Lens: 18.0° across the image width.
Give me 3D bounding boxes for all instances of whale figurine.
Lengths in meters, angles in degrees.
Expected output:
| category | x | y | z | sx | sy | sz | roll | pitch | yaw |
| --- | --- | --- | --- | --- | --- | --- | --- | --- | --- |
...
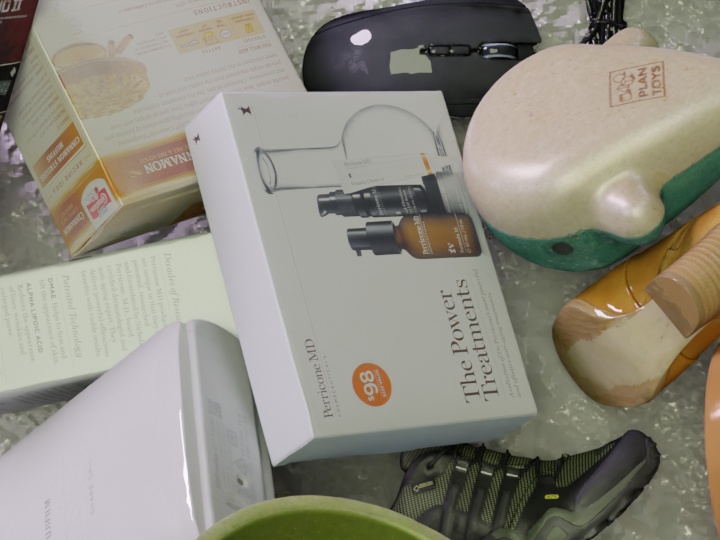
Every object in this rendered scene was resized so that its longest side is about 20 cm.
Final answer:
| category | x | y | z | sx | sy | sz | roll | pitch | yaw |
| --- | --- | --- | --- | --- | --- | --- | --- | --- | --- |
| whale figurine | 0.159 | -0.066 | 1.254 | 0.200 | 0.104 | 0.159 | -15 | 43 | 18 |

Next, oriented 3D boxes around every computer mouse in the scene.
| category | x | y | z | sx | sy | sz | roll | pitch | yaw |
| --- | --- | --- | --- | --- | --- | --- | --- | --- | --- |
| computer mouse | 0.064 | -0.153 | 1.333 | 0.200 | 0.046 | 0.141 | 2 | 84 | 7 |

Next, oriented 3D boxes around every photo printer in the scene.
| category | x | y | z | sx | sy | sz | roll | pitch | yaw |
| --- | --- | --- | --- | --- | --- | --- | --- | --- | --- |
| photo printer | -0.136 | 0.142 | 1.224 | 0.200 | 0.069 | 0.167 | -37 | 42 | 29 |

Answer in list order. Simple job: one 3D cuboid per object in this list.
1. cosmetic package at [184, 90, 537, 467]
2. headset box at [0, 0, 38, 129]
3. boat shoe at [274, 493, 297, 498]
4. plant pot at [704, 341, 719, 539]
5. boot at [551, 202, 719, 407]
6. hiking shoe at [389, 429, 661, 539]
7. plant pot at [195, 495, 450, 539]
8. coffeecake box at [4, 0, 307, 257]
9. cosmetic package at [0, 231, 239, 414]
| category | x | y | z | sx | sy | sz | roll | pitch | yaw |
| --- | --- | --- | --- | --- | --- | --- | --- | --- | --- |
| cosmetic package | 0.000 | 0.000 | 1.244 | 0.151 | 0.052 | 0.200 | -5 | 70 | -33 |
| headset box | -0.267 | -0.117 | 1.240 | 0.149 | 0.075 | 0.200 | 27 | 110 | 23 |
| boat shoe | -0.052 | 0.152 | 1.270 | 0.200 | 0.071 | 0.065 | 33 | 79 | 33 |
| plant pot | 0.269 | 0.097 | 1.217 | 0.140 | 0.200 | 0.200 | -7 | 82 | 23 |
| boot | 0.196 | 0.002 | 1.253 | 0.144 | 0.201 | 0.071 | -34 | 86 | -23 |
| hiking shoe | 0.069 | 0.126 | 1.282 | 0.200 | 0.076 | 0.101 | -27 | 84 | 3 |
| plant pot | -0.030 | 0.247 | 1.108 | 0.200 | 0.190 | 0.200 | 14 | 43 | -14 |
| coffeecake box | -0.133 | -0.127 | 1.300 | 0.153 | 0.073 | 0.200 | -20 | 78 | -38 |
| cosmetic package | -0.136 | 0.028 | 1.306 | 0.200 | 0.102 | 0.074 | -13 | 83 | 3 |
